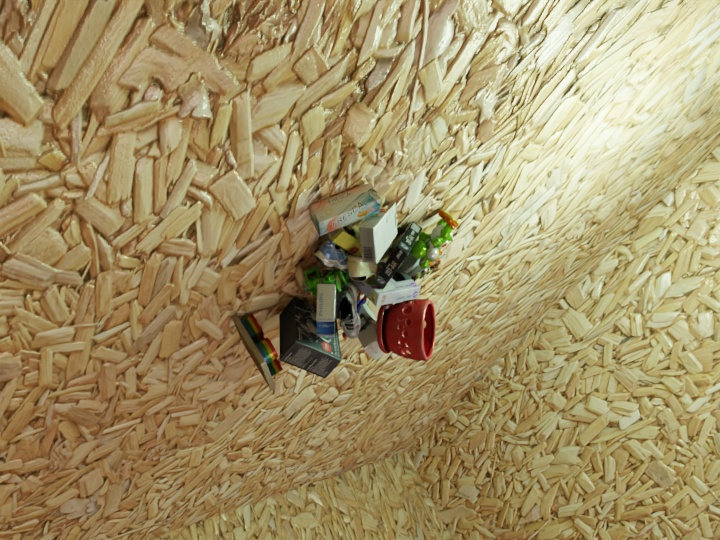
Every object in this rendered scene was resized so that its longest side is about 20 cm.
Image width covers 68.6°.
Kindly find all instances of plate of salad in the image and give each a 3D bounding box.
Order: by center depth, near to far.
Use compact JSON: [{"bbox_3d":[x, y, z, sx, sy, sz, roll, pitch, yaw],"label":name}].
[{"bbox_3d":[0.232,-0.002,1.932,0.196,0.049,0.200,-30,-178,1],"label":"plate of salad"}]

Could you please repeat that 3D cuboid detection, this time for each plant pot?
[{"bbox_3d":[0.154,0.201,1.805,0.176,0.207,0.201,-1,157,21],"label":"plant pot"}]

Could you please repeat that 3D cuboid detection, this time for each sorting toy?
[{"bbox_3d":[-0.321,0.253,1.698,0.068,0.200,0.203,-29,150,-18],"label":"sorting toy"}]

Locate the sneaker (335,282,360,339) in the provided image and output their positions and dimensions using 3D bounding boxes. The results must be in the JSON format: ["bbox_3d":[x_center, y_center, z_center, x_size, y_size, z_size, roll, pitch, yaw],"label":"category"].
[{"bbox_3d":[-0.047,0.157,1.722,0.075,0.141,0.206,-5,113,10],"label":"sneaker"}]

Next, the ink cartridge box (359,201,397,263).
[{"bbox_3d":[0.056,-0.118,1.577,0.201,0.049,0.112,-54,144,-53],"label":"ink cartridge box"}]

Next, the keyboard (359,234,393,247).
[{"bbox_3d":[0.053,-0.092,1.657,0.010,0.058,0.198,-3,-174,30],"label":"keyboard"}]

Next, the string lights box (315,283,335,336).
[{"bbox_3d":[-0.105,0.125,1.607,0.057,0.106,0.201,2,159,-3],"label":"string lights box"}]

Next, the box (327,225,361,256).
[{"bbox_3d":[-0.030,-0.096,1.603,0.050,0.076,0.199,-39,150,14],"label":"box"}]

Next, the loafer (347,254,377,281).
[{"bbox_3d":[0.000,0.000,1.639,0.199,0.073,0.071,27,75,-68],"label":"loafer"}]

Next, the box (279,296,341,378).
[{"bbox_3d":[-0.167,0.220,1.736,0.179,0.203,0.104,26,122,-29],"label":"box"}]

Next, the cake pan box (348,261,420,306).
[{"bbox_3d":[0.081,0.041,1.787,0.195,0.184,0.054,-6,126,-35],"label":"cake pan box"}]

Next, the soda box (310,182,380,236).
[{"bbox_3d":[-0.043,-0.173,1.485,0.195,0.069,0.064,-24,152,-15],"label":"soda box"}]

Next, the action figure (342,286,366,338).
[{"bbox_3d":[-0.038,0.135,1.843,0.064,0.098,0.206,4,112,-44],"label":"action figure"}]

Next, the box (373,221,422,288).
[{"bbox_3d":[0.125,-0.053,1.731,0.162,0.043,0.201,-57,179,35],"label":"box"}]

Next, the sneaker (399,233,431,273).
[{"bbox_3d":[0.206,-0.045,1.895,0.198,0.074,0.071,-37,147,7],"label":"sneaker"}]

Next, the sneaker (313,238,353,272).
[{"bbox_3d":[-0.062,-0.048,1.636,0.078,0.075,0.198,-59,155,11],"label":"sneaker"}]

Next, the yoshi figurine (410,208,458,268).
[{"bbox_3d":[0.239,-0.107,1.791,0.204,0.111,0.112,-60,158,15],"label":"yoshi figurine"}]

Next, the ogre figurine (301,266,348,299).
[{"bbox_3d":[-0.111,0.032,1.665,0.116,0.201,0.101,-14,111,15],"label":"ogre figurine"}]

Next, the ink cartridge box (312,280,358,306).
[{"bbox_3d":[-0.099,0.111,1.848,0.107,0.051,0.201,7,130,-48],"label":"ink cartridge box"}]

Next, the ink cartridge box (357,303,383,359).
[{"bbox_3d":[0.023,0.209,1.952,0.083,0.203,0.146,-34,150,4],"label":"ink cartridge box"}]
